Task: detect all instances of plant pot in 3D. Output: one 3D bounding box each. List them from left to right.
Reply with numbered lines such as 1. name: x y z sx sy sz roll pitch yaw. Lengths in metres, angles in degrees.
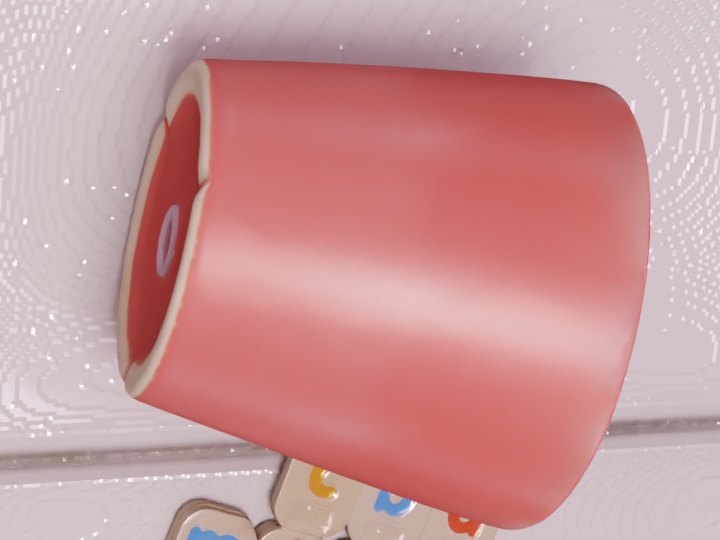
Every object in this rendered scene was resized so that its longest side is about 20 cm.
1. plant pot: 0.000 0.000 0.915 0.177 0.200 0.201 11 101 -16

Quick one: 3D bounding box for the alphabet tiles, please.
1. alphabet tiles: -0.013 0.177 1.049 0.199 0.015 0.196 18 98 -27
